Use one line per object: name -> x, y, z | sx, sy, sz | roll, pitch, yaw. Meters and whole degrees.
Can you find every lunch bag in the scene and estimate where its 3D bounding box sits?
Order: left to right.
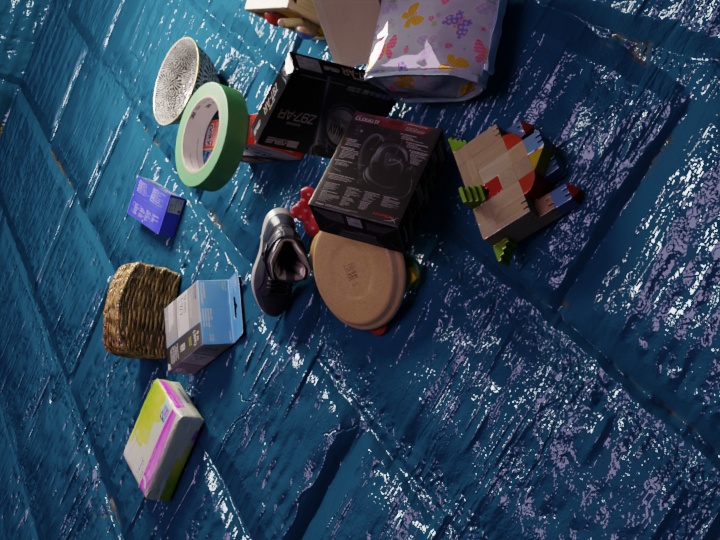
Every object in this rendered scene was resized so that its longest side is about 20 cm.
lunch bag -> 0.124, -0.344, 1.354 | 0.198, 0.127, 0.172 | 4, 80, 40

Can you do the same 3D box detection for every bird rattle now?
bird rattle -> -0.034, -0.089, 1.499 | 0.200, 0.112, 0.165 | -35, 69, 43

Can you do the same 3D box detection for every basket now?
basket -> -0.499, 0.088, 1.978 | 0.148, 0.142, 0.203 | -4, 75, 49

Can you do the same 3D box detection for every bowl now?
bowl -> -0.376, -0.408, 2.024 | 0.200, 0.094, 0.203 | -20, 63, 46

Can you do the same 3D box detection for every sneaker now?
sneaker -> -0.138, 0.014, 1.554 | 0.146, 0.076, 0.204 | -121, 33, -58

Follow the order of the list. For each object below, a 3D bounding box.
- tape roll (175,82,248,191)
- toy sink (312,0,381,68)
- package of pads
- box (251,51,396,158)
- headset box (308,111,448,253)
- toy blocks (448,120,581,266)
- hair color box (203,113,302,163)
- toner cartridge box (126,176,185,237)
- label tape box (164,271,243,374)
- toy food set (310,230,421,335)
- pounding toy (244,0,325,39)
tape roll -> -0.285, -0.253, 1.722 | 0.199, 0.048, 0.203 | -16, 68, 48
toy sink -> -0.005, -0.447, 1.454 | 0.111, 0.202, 0.131 | -11, 25, 19
package of pads -> -0.404, 0.340, 1.838 | 0.154, 0.068, 0.202 | 40, 109, 49
box -> -0.057, -0.261, 1.478 | 0.161, 0.198, 0.044 | -54, 41, 38
headset box -> 0.033, -0.142, 1.355 | 0.147, 0.077, 0.201 | 15, 63, 21
toy blocks -> 0.212, -0.128, 1.220 | 0.136, 0.100, 0.202 | -33, 55, 27
hair color box -> -0.207, -0.252, 1.751 | 0.199, 0.110, 0.065 | 7, 85, 52
toner cartridge box -> -0.477, -0.150, 2.108 | 0.199, 0.043, 0.096 | 28, 100, 51
label tape box -> -0.315, 0.102, 1.808 | 0.200, 0.066, 0.145 | -37, 52, 40
toy food set -> 0.000, 0.000, 1.420 | 0.200, 0.048, 0.199 | -44, 69, 38
pounding toy -> -0.103, -0.477, 1.634 | 0.199, 0.183, 0.144 | 20, 94, 52
